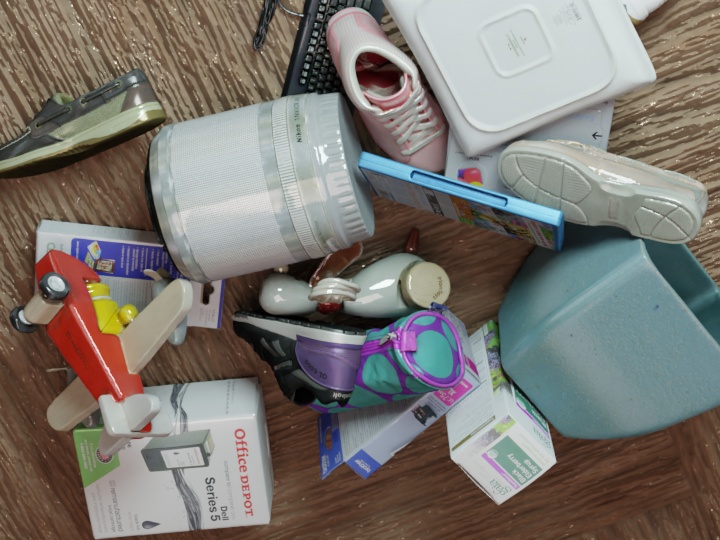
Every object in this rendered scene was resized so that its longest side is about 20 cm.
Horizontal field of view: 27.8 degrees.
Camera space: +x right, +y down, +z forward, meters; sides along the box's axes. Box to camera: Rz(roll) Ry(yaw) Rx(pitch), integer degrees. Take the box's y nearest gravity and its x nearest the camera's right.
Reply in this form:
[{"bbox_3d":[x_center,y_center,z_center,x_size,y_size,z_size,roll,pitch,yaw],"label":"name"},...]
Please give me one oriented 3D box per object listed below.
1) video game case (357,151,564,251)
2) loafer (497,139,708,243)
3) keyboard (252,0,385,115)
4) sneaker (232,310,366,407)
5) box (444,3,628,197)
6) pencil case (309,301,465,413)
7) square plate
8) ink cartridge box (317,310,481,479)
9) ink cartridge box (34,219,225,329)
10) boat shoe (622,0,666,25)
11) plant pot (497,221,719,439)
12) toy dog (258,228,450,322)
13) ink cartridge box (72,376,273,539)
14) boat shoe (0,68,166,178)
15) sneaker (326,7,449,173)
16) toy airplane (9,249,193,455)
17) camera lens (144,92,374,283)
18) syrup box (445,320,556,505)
[{"bbox_3d":[0.102,-0.066,1.427,0.199,0.143,0.018,18,84,11],"label":"video game case"},{"bbox_3d":[0.231,-0.082,1.381,0.199,0.063,0.072,20,133,15],"label":"loafer"},{"bbox_3d":[-0.044,-0.245,1.428,0.127,0.021,0.201,13,114,-8],"label":"keyboard"},{"bbox_3d":[-0.075,0.091,1.491,0.076,0.200,0.088,6,92,-35],"label":"sneaker"},{"bbox_3d":[0.164,-0.164,1.395,0.155,0.041,0.201,6,123,5],"label":"box"},{"bbox_3d":[0.016,0.095,1.503,0.092,0.085,0.200,31,150,-29],"label":"pencil case"},{"bbox_3d":[0.141,-0.214,1.324,0.198,0.028,0.200,-21,117,21],"label":"square plate"},{"bbox_3d":[0.037,0.140,1.558,0.200,0.119,0.042,-39,116,15],"label":"ink cartridge box"},{"bbox_3d":[-0.241,0.005,1.533,0.199,0.037,0.095,7,116,-3],"label":"ink cartridge box"},{"bbox_3d":[0.234,-0.328,1.373,0.069,0.071,0.200,-34,120,11],"label":"boat shoe"},{"bbox_3d":[0.252,0.056,1.494,0.200,0.196,0.196,-34,112,21],"label":"plant pot"},{"bbox_3d":[0.000,0.000,1.502,0.199,0.097,0.132,9,160,-37],"label":"toy dog"},{"bbox_3d":[-0.202,0.206,1.603,0.199,0.084,0.146,-5,116,1],"label":"ink cartridge box"},{"bbox_3d":[-0.288,-0.145,1.447,0.200,0.072,0.066,-17,86,20],"label":"boat shoe"},{"bbox_3d":[0.036,-0.157,1.419,0.075,0.105,0.200,-33,119,6],"label":"sneaker"},{"bbox_3d":[-0.245,0.084,1.477,0.199,0.141,0.200,11,108,30],"label":"toy airplane"},{"bbox_3d":[-0.099,-0.081,1.422,0.199,0.160,0.160,-12,115,8],"label":"camera lens"},{"bbox_3d":[0.140,0.145,1.520,0.081,0.200,0.079,-40,110,16],"label":"syrup box"}]
